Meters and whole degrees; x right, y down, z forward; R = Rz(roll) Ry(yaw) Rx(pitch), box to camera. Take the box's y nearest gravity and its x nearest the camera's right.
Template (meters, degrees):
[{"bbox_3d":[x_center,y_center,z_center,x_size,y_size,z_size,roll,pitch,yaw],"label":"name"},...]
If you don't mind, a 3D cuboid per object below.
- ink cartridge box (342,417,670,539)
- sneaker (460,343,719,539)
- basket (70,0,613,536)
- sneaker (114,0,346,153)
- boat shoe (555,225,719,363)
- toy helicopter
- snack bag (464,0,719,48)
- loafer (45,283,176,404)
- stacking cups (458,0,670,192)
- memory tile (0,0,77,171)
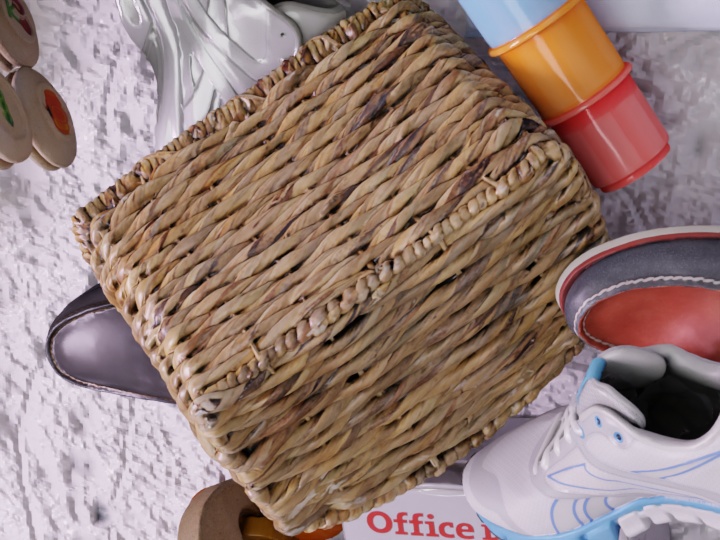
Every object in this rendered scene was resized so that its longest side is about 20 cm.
[{"bbox_3d":[0.081,0.178,0.892,0.146,0.086,0.200,0,110,24],"label":"ink cartridge box"},{"bbox_3d":[0.108,0.065,0.736,0.200,0.075,0.087,-15,129,47],"label":"sneaker"},{"bbox_3d":[0.000,0.000,0.808,0.200,0.149,0.143,-37,137,-3],"label":"basket"},{"bbox_3d":[-0.049,-0.089,0.842,0.099,0.078,0.200,-11,108,24],"label":"sneaker"},{"bbox_3d":[0.182,0.032,0.754,0.200,0.063,0.071,9,137,-7],"label":"boat shoe"},{"bbox_3d":[-0.035,0.202,0.927,0.079,0.132,0.200,-22,102,30],"label":"toy helicopter"},{"bbox_3d":[0.123,-0.191,0.752,0.188,0.021,0.200,2,115,24],"label":"snack bag"},{"bbox_3d":[-0.084,0.036,0.912,0.200,0.072,0.073,-8,109,27],"label":"loafer"},{"bbox_3d":[0.062,-0.124,0.772,0.060,0.061,0.200,-26,105,31],"label":"stacking cups"},{"bbox_3d":[-0.188,-0.137,0.786,0.017,0.153,0.200,-23,85,16],"label":"memory tile"}]
